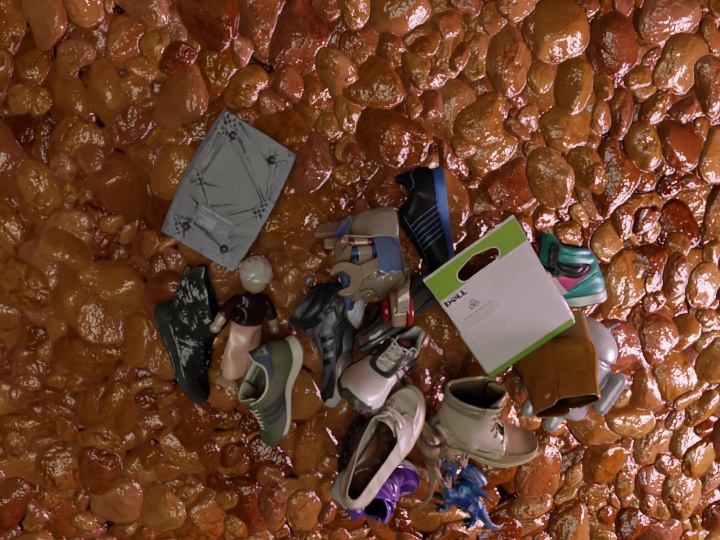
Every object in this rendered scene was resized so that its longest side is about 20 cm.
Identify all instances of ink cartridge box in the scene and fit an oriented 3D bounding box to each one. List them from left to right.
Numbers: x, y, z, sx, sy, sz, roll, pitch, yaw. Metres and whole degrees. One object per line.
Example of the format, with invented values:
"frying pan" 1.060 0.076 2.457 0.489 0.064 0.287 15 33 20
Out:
"ink cartridge box" 0.185 0.027 0.743 0.147 0.076 0.201 -35 116 8

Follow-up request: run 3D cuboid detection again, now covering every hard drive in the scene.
"hard drive" -0.193 -0.116 0.792 0.133 0.042 0.202 29 97 -10

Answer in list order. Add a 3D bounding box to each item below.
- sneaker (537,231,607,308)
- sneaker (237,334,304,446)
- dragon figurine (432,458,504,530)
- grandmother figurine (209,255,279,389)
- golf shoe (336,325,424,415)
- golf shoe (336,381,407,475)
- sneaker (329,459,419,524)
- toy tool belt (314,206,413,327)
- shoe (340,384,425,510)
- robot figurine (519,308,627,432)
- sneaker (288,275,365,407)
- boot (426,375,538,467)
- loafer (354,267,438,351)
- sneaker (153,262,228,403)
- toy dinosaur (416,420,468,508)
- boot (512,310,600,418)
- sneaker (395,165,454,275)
"sneaker" 0.280 0.003 0.837 0.195 0.084 0.124 -10 98 2
"sneaker" -0.150 0.191 0.814 0.089 0.067 0.204 -7 122 -40
"dragon figurine" 0.187 0.376 0.909 0.198 0.059 0.100 32 105 -3
"grandmother figurine" -0.176 0.077 0.816 0.060 0.120 0.204 19 101 33
"golf shoe" 0.033 0.137 0.785 0.077 0.199 0.089 38 116 13
"golf shoe" 0.025 0.270 0.872 0.091 0.073 0.203 23 98 -10
"sneaker" 0.033 0.360 0.850 0.198 0.084 0.081 13 117 -49
"toy tool belt" 0.000 0.000 0.757 0.120 0.203 0.126 -6 138 -4
"shoe" 0.036 0.253 0.778 0.069 0.054 0.202 26 67 22
"robot figurine" 0.333 0.156 0.854 0.168 0.112 0.203 29 99 23
"sneaker" -0.062 0.107 0.835 0.111 0.076 0.204 12 97 -3
"boot" 0.210 0.240 0.850 0.195 0.073 0.157 10 133 -3
"loafer" 0.064 0.050 0.822 0.198 0.072 0.064 -31 87 -23
"sneaker" -0.246 0.099 0.822 0.102 0.060 0.204 -19 100 2
"toy dinosaur" 0.119 0.298 0.849 0.057 0.100 0.204 -19 106 -29
"boot" 0.252 0.149 0.794 0.070 0.146 0.199 36 138 -29
"sneaker" 0.098 -0.055 0.804 0.076 0.070 0.205 -7 80 6
